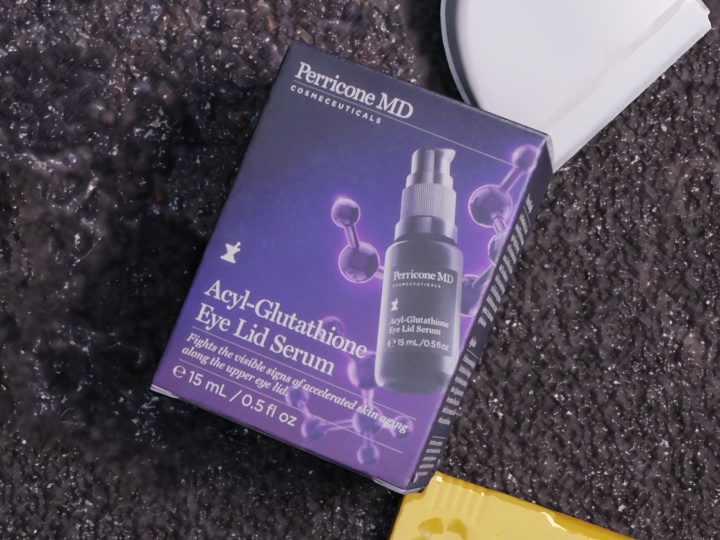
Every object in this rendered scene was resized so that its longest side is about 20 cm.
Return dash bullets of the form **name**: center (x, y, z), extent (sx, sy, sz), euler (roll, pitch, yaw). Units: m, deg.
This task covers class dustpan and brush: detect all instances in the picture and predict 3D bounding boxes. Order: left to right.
- **dustpan and brush**: center (0.081, -0.168, 0.973), extent (0.140, 0.057, 0.200), euler (-43, 95, 8)

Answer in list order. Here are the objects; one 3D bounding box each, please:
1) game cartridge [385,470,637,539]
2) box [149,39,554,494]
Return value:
- **game cartridge**: center (0.094, 0.222, 0.953), extent (0.200, 0.032, 0.176), euler (19, 86, -2)
- **box**: center (0.000, 0.000, 0.914), extent (0.148, 0.104, 0.200), euler (20, 88, 9)
